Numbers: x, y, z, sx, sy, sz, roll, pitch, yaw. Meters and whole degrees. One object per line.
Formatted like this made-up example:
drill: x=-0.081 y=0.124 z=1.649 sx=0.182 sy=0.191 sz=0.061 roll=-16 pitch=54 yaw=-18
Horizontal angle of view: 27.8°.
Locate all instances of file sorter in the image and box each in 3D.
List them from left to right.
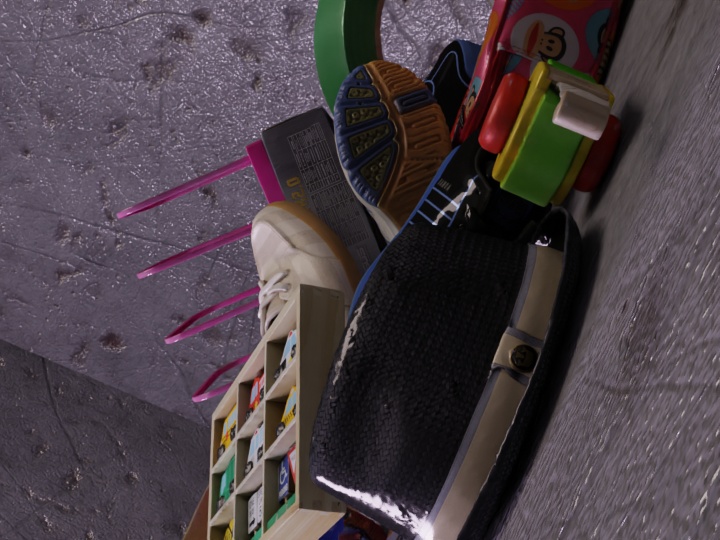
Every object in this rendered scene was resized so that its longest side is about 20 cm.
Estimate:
file sorter: x=-0.080 y=0.020 z=1.069 sx=0.124 sy=0.202 sz=0.139 roll=-23 pitch=4 yaw=6

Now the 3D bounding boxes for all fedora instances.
fedora: x=0.032 y=0.052 z=0.701 sx=0.201 sy=0.091 sz=0.202 roll=23 pitch=-90 yaw=-90

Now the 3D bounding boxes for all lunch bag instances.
lunch bag: x=0.120 y=-0.139 z=0.990 sx=0.176 sy=0.081 sz=0.202 roll=101 pitch=-171 yaw=-67

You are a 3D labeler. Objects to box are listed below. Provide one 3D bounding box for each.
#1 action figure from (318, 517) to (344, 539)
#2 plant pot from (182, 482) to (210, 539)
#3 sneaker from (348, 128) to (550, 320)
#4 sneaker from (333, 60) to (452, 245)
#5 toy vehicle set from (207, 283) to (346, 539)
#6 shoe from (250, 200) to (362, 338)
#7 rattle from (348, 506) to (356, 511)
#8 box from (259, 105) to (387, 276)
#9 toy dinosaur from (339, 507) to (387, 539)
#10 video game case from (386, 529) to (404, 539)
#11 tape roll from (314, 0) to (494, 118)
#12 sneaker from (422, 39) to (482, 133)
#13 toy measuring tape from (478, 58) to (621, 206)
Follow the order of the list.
action figure: x=-0.011 y=0.143 z=0.917 sx=0.065 sy=0.099 sz=0.202 roll=-31 pitch=45 yaw=32
plant pot: x=-0.089 y=0.283 z=1.124 sx=0.200 sy=0.141 sz=0.202 roll=-158 pitch=90 yaw=-89
sneaker: x=0.055 y=-0.009 z=0.816 sx=0.078 sy=0.070 sz=0.201 roll=-35 pitch=26 yaw=58
sneaker: x=0.033 y=-0.037 z=0.944 sx=0.088 sy=0.075 sz=0.202 roll=91 pitch=160 yaw=-70
toy vehicle set: x=-0.052 y=0.108 z=0.841 sx=0.200 sy=0.026 sz=0.126 roll=126 pitch=147 yaw=-57
shoe: x=-0.025 y=0.037 z=0.892 sx=0.053 sy=0.201 sz=0.070 roll=-10 pitch=-35 yaw=-34
rattle: x=-0.025 y=0.204 z=1.126 sx=0.200 sy=0.129 sz=0.144 roll=-160 pitch=86 yaw=-71
box: x=0.000 y=0.000 z=1.013 sx=0.158 sy=0.048 sz=0.202 roll=33 pitch=-146 yaw=-81
toy dinosaur: x=-0.044 y=0.252 z=0.975 sx=0.181 sy=0.105 sz=0.201 roll=-42 pitch=-30 yaw=-19
video game case: x=0.038 y=0.137 z=0.859 sx=0.143 sy=0.018 sz=0.201 roll=111 pitch=180 yaw=-63
tape roll: x=0.063 y=-0.165 z=1.074 sx=0.048 sy=0.199 sz=0.202 roll=-4 pitch=60 yaw=60
sneaker: x=0.038 y=-0.095 z=1.132 sx=0.070 sy=0.077 sz=0.202 roll=-7 pitch=63 yaw=68
toy measuring tape: x=0.092 y=-0.060 z=0.704 sx=0.200 sy=0.073 sz=0.074 roll=-67 pitch=0 yaw=-77
